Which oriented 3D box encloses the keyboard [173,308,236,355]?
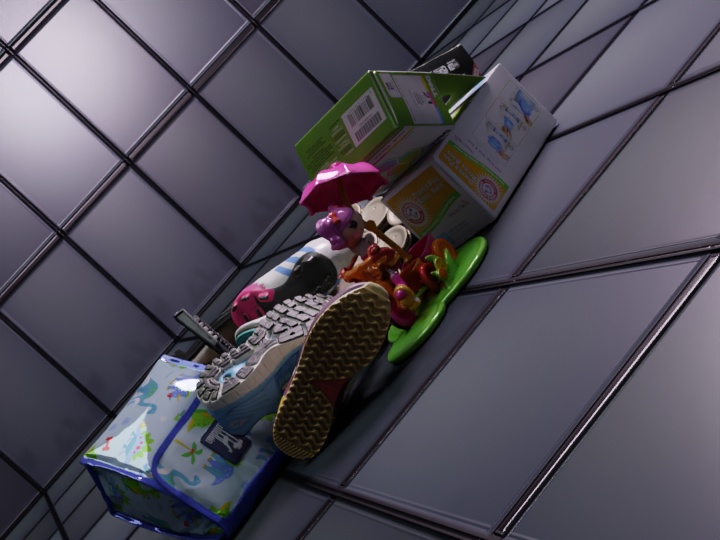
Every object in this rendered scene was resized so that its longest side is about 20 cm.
[{"bbox_3d":[-0.156,0.088,1.618,0.021,0.127,0.200,-52,-30,-8],"label":"keyboard"}]

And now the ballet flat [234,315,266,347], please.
[{"bbox_3d":[-0.051,0.063,1.616,0.199,0.070,0.070,-8,31,33],"label":"ballet flat"}]

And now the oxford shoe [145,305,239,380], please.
[{"bbox_3d":[-0.168,0.104,1.784,0.200,0.085,0.073,-42,-7,1],"label":"oxford shoe"}]

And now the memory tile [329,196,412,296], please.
[{"bbox_3d":[0.000,0.000,1.683,0.153,0.017,0.201,-12,53,45],"label":"memory tile"}]

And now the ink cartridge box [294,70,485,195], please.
[{"bbox_3d":[0.049,-0.153,1.600,0.199,0.076,0.148,-7,-25,-46],"label":"ink cartridge box"}]

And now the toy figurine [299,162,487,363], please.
[{"bbox_3d":[0.011,-0.025,1.483,0.150,0.184,0.200,-41,11,35],"label":"toy figurine"}]

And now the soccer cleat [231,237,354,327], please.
[{"bbox_3d":[-0.075,0.018,1.698,0.200,0.070,0.086,-32,9,43],"label":"soccer cleat"}]

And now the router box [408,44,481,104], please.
[{"bbox_3d":[0.044,-0.195,1.807,0.149,0.062,0.200,-32,-1,-37],"label":"router box"}]

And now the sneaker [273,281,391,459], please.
[{"bbox_3d":[-0.030,0.089,1.437,0.201,0.075,0.090,-60,5,18],"label":"sneaker"}]

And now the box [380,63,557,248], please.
[{"bbox_3d":[0.127,-0.127,1.649,0.112,0.101,0.200,-38,12,47],"label":"box"}]

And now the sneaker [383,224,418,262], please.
[{"bbox_3d":[0.027,-0.007,1.770,0.200,0.075,0.080,-49,16,53],"label":"sneaker"}]

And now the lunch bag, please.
[{"bbox_3d":[-0.175,0.197,1.548,0.199,0.128,0.170,13,50,32],"label":"lunch bag"}]

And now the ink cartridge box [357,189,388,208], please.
[{"bbox_3d":[0.082,-0.142,1.837,0.200,0.043,0.198,-43,11,-23],"label":"ink cartridge box"}]

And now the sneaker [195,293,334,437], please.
[{"bbox_3d":[-0.081,0.101,1.514,0.199,0.090,0.078,-36,36,-18],"label":"sneaker"}]
